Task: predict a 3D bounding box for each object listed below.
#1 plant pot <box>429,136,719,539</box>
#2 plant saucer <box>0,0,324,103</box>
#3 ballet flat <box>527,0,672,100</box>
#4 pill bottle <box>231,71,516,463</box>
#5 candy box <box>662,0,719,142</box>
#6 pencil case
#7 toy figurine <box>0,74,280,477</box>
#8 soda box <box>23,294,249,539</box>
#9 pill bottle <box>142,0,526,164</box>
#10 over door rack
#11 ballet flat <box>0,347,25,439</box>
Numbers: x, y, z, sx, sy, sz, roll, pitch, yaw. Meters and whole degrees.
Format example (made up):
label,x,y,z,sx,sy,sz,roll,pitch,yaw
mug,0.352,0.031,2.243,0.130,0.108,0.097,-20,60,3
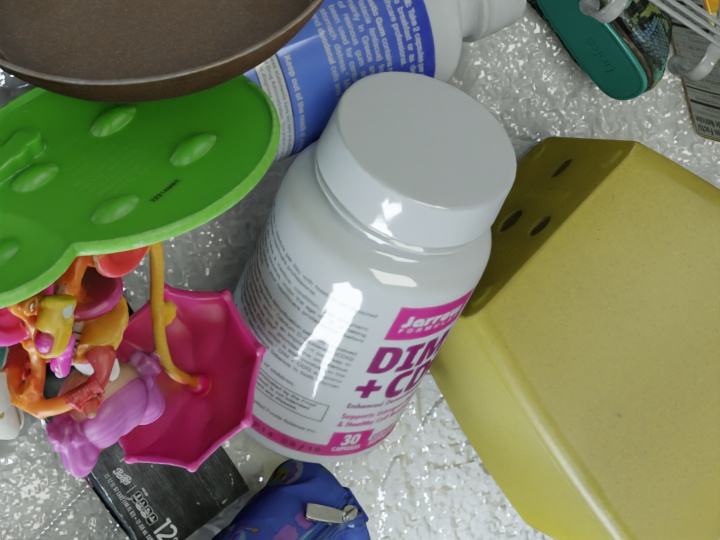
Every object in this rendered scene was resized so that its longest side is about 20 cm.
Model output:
label,x,y,z,sx,sy,sz,roll,pitch,yaw
plant pot,0.141,0.032,1.109,0.200,0.200,0.176,-45,106,-9
plant saucer,-0.103,-0.144,0.954,0.200,0.200,0.035,-26,139,-18
ballet flat,0.112,-0.186,1.113,0.074,0.074,0.200,-45,118,-9
pill bottle,0.000,0.000,1.017,0.113,0.113,0.200,0,140,-25
candy box,0.237,-0.188,1.168,0.115,0.055,0.200,-25,111,-16
pencil case,-0.070,0.177,1.057,0.078,0.087,0.200,55,46,-1
toy figurine,-0.114,0.028,0.930,0.200,0.150,0.184,-43,138,-36
soda box,-0.143,0.055,1.043,0.071,0.063,0.200,-36,115,-14
pill bottle,-0.017,-0.130,1.031,0.200,0.112,0.112,-25,112,-18
over door rack,0.216,-0.195,1.096,0.148,0.067,0.200,28,81,-25
ballet flat,-0.209,0.077,0.985,0.070,0.067,0.200,21,122,-24
